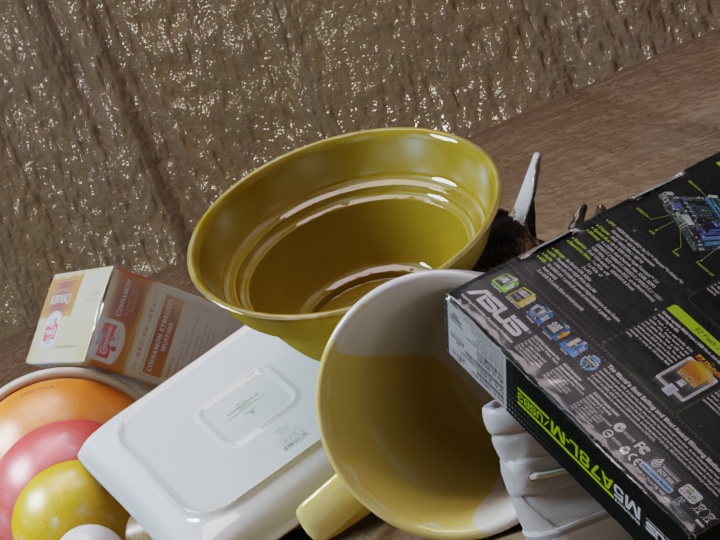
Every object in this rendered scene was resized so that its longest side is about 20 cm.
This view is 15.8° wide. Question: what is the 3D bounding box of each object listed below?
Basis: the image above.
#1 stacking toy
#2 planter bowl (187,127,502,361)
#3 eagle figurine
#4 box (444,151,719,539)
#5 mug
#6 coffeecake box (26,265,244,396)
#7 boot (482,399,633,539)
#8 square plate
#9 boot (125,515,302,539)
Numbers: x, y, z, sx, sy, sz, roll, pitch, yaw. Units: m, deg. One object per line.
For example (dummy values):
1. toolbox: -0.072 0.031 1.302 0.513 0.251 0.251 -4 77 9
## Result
1. stacking toy: -0.190 0.163 1.711 0.146 0.146 0.200 -23 23 -1
2. planter bowl: 0.000 0.000 1.607 0.200 0.084 0.200 -13 33 9
3. eagle figurine: 0.088 0.026 1.745 0.200 0.152 0.151 -20 28 -11
4. box: 0.173 0.039 1.250 0.193 0.048 0.200 -26 47 -23
5. mug: 0.053 0.068 1.485 0.186 0.150 0.153 -8 4 20
6. coffeecake box: -0.119 0.064 1.860 0.200 0.073 0.153 20 -9 -20
7. boot: 0.162 0.068 1.302 0.200 0.096 0.074 -24 7 -2
8. square plate: -0.064 0.093 1.625 0.200 0.028 0.198 -35 33 -12
9. boot: -0.051 0.129 1.685 0.144 0.071 0.201 -13 18 28
